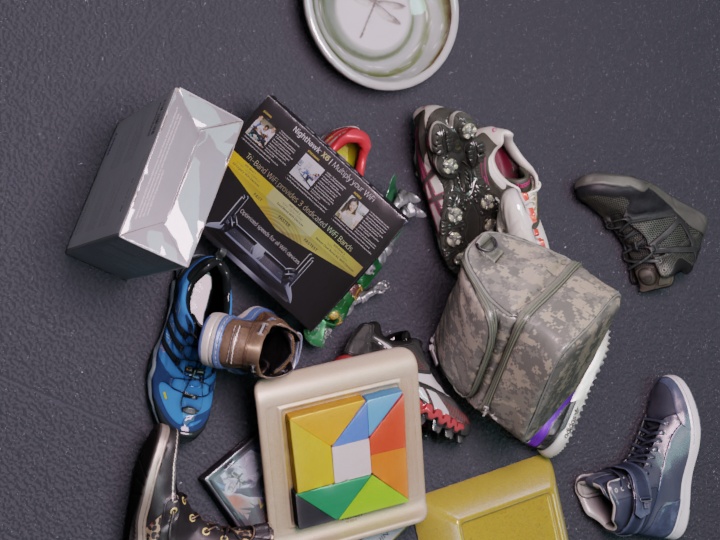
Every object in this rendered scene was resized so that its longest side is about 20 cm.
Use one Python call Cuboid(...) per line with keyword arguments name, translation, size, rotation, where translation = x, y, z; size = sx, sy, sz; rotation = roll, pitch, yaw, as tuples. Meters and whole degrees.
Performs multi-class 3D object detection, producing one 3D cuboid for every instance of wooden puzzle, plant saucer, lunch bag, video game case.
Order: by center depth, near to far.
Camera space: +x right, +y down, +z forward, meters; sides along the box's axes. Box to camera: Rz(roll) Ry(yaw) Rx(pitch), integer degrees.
Cuboid(name="wooden puzzle", translation=(-0.016, 0.197, 1.468), size=(0.183, 0.037, 0.202), rotation=(-11, 106, -19))
Cuboid(name="video game case", translation=(-0.053, 0.251, 1.513), size=(0.180, 0.025, 0.201), rotation=(-39, 103, -23))
Cuboid(name="lunch bag", translation=(0.168, 0.066, 1.516), size=(0.167, 0.201, 0.139), rotation=(38, 55, 19))
Cuboid(name="plant saucer", translation=(0.017, -0.303, 1.576), size=(0.198, 0.050, 0.202), rotation=(2, 84, -26))
Cuboid(name="plant saucer", translation=(0.173, 0.339, 1.607), size=(0.199, 0.048, 0.202), rotation=(-14, 93, -26))

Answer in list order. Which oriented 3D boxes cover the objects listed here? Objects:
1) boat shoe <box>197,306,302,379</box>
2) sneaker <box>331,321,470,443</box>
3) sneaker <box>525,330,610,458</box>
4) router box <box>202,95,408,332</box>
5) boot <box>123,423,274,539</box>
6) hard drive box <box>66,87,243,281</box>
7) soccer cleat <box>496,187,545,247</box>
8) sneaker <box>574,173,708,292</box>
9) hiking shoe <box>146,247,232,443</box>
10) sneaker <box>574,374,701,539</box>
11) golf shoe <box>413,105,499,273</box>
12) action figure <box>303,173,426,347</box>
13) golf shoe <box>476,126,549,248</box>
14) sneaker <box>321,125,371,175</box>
Cuboid(name="boat shoe", translation=(-0.101, 0.082, 1.417), size=(0.072, 0.200, 0.073), rotation=(15, 95, 15))
Cuboid(name="sneaker", translation=(0.056, 0.125, 1.551), size=(0.200, 0.071, 0.099), rotation=(33, 64, -26))
Cuboid(name="sneaker", translation=(0.226, 0.113, 1.638), size=(0.099, 0.069, 0.202), rotation=(27, 74, -19))
Cuboid(name="router box", translation=(-0.072, -0.061, 1.451), size=(0.200, 0.052, 0.157), rotation=(42, 97, -2))
Cuboid(name="boot", translation=(-0.164, 0.264, 1.417), size=(0.149, 0.073, 0.202), rotation=(9, 88, -16))
Cuboid(name="hard drive box", translation=(-0.208, -0.081, 1.364), size=(0.076, 0.200, 0.157), rotation=(25, 76, -23))
Cuboid(name="soccer cleat", translation=(0.173, -0.011, 1.570), size=(0.077, 0.070, 0.201), rotation=(-14, 137, 3))
Cuboid(name="sneaker", translation=(0.345, -0.046, 1.704), size=(0.198, 0.076, 0.115), rotation=(25, 69, -28))
Cuboid(name="hiking shoe", translation=(-0.177, 0.078, 1.428), size=(0.074, 0.087, 0.202), rotation=(7, 82, -19))
Cuboid(name="sneaker", translation=(0.339, 0.226, 1.680), size=(0.145, 0.077, 0.204), rotation=(7, 84, -28))
Cuboid(name="golf shoe", translation=(0.107, -0.097, 1.585), size=(0.077, 0.088, 0.202), rotation=(-19, 119, -20))
Cuboid(name="action figure", translation=(0.000, 0.000, 1.528), size=(0.054, 0.118, 0.201), rotation=(31, 79, 23))
Cuboid(name="golf shoe", translation=(0.178, -0.076, 1.619), size=(0.077, 0.088, 0.201), rotation=(-34, 102, -26))
Cuboid(name="sneaker", translation=(-0.043, -0.070, 1.509), size=(0.077, 0.085, 0.202), rotation=(23, 76, -22))
